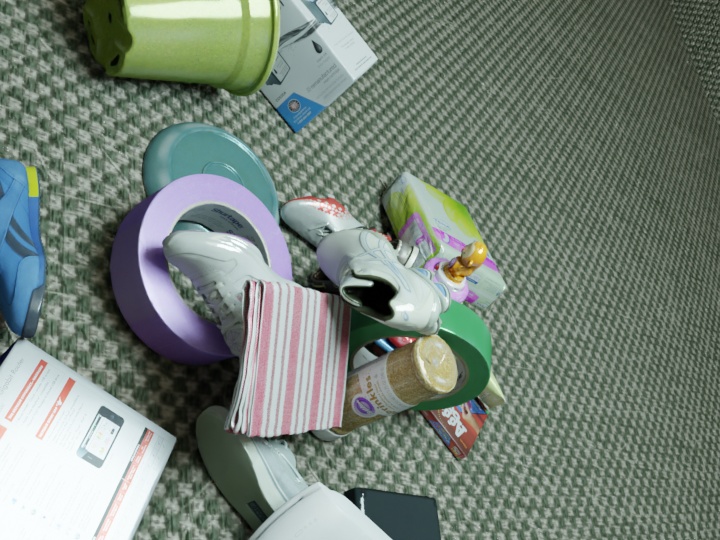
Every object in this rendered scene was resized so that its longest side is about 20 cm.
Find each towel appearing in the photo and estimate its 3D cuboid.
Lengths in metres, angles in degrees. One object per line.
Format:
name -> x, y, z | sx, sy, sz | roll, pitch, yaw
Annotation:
towel -> -0.066, 0.092, 0.807 | 0.199, 0.029, 0.149 | 16, 79, -62

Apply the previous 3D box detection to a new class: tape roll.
tape roll -> -0.171, -0.001, 0.871 | 0.198, 0.065, 0.204 | 17, 66, -42
tape roll -> 0.062, 0.103, 0.966 | 0.199, 0.199, 0.049 | 33, 46, -27

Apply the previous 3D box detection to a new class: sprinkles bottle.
sprinkles bottle -> 0.019, 0.136, 0.900 | 0.068, 0.199, 0.069 | 25, 50, -34

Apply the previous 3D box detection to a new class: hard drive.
hard drive -> 0.046, 0.364, 0.918 | 0.138, 0.033, 0.203 | 20, 54, -37

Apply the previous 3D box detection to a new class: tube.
tube -> 0.145, 0.111, 1.145 | 0.202, 0.052, 0.058 | 58, 26, 10

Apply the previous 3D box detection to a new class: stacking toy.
stacking toy -> 0.101, 0.029, 1.025 | 0.109, 0.200, 0.117 | 34, 41, -4

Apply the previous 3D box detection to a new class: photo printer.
photo printer -> -0.032, 0.323, 0.779 | 0.167, 0.069, 0.200 | -46, 105, -7

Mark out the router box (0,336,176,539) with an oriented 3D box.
router box -> -0.277, 0.190, 0.681 | 0.179, 0.049, 0.202 | 40, 43, -21

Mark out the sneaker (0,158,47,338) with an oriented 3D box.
sneaker -> -0.337, -0.023, 0.728 | 0.077, 0.066, 0.202 | 5, 50, -35

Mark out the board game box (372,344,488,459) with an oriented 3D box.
board game box -> 0.104, 0.158, 1.116 | 0.201, 0.019, 0.103 | 52, 41, -8

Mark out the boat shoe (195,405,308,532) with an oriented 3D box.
boat shoe -> -0.100, 0.220, 0.836 | 0.202, 0.070, 0.072 | 58, 35, -9

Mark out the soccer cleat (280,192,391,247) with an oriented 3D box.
soccer cleat -> -0.025, -0.038, 1.071 | 0.199, 0.068, 0.086 | 27, 45, -38

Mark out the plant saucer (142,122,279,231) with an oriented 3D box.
plant saucer -> -0.177, -0.103, 0.985 | 0.198, 0.027, 0.203 | 24, 51, -34

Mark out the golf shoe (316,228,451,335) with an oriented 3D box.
golf shoe -> 0.003, 0.005, 0.855 | 0.096, 0.199, 0.080 | 0, 110, -46

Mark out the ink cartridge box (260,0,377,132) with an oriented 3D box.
ink cartridge box -> -0.097, -0.324, 1.110 | 0.200, 0.146, 0.086 | 48, 43, -11

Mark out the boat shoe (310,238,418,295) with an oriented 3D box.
boat shoe -> 0.000, 0.000, 0.973 | 0.059, 0.199, 0.072 | 40, 62, -13

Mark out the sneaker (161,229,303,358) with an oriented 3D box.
sneaker -> -0.122, 0.031, 0.807 | 0.199, 0.074, 0.101 | 37, 53, -32

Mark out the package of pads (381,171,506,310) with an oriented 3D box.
package of pads -> 0.120, -0.048, 1.184 | 0.153, 0.068, 0.201 | 26, 29, -34

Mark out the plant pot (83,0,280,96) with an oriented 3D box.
plant pot -> -0.227, -0.309, 0.954 | 0.182, 0.200, 0.203 | -14, 76, -37
